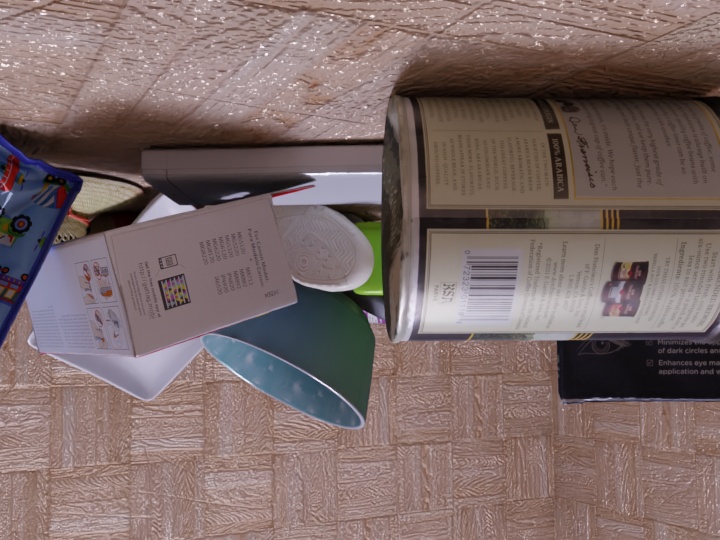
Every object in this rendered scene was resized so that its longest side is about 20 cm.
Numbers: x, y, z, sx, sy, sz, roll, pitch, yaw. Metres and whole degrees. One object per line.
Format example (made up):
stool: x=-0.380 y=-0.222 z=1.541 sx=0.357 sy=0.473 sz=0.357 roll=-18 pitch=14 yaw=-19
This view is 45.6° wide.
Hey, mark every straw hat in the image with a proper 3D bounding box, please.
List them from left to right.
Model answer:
straw hat: x=-0.297 y=-0.033 z=0.781 sx=0.197 sy=0.087 sz=0.201 roll=-1 pitch=174 yaw=0

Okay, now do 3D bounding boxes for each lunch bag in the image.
lunch bag: x=-0.298 y=0.017 z=0.599 sx=0.149 sy=0.204 sz=0.094 roll=-5 pitch=157 yaw=35

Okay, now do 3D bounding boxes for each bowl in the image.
bowl: x=-0.062 y=0.076 z=0.920 sx=0.198 sy=0.106 sz=0.201 roll=25 pitch=160 yaw=10

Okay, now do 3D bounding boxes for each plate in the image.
plate: x=-0.212 y=0.028 z=0.880 sx=0.032 sy=0.200 sz=0.200 roll=43 pitch=179 yaw=34

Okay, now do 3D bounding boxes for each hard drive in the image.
hard drive: x=-0.061 y=-0.074 z=0.689 sx=0.196 sy=0.027 sz=0.132 roll=-1 pitch=175 yaw=1

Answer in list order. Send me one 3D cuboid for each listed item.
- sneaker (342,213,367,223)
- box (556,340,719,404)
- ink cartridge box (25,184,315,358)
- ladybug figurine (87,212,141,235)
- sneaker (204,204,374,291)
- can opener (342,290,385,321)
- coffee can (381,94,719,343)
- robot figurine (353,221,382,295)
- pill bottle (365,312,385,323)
sneaker: x=-0.055 y=-0.020 z=1.025 sx=0.197 sy=0.072 sz=0.099 roll=-9 pitch=166 yaw=32
box: x=0.285 y=0.023 z=0.818 sx=0.193 sy=0.204 sz=0.117 roll=-1 pitch=174 yaw=12
ink cartridge box: x=-0.143 y=0.001 z=0.656 sx=0.174 sy=0.085 sz=0.199 roll=-18 pitch=-173 yaw=-37
ladybug figurine: x=-0.227 y=-0.024 z=0.963 sx=0.197 sy=0.073 sz=0.135 roll=3 pitch=173 yaw=-30
sneaker: x=-0.049 y=-0.024 z=0.820 sx=0.197 sy=0.078 sz=0.111 roll=13 pitch=180 yaw=34
can opener: x=0.000 y=0.000 z=0.913 sx=0.197 sy=0.067 sz=0.054 roll=26 pitch=-144 yaw=-2
coffee can: x=0.115 y=-0.031 z=0.518 sx=0.196 sy=0.149 sz=0.146 roll=0 pitch=175 yaw=-3
robot figurine: x=0.091 y=-0.016 z=0.844 sx=0.196 sy=0.118 sz=0.175 roll=-2 pitch=180 yaw=10
pill bottle: x=-0.035 y=0.009 z=1.106 sx=0.196 sy=0.115 sz=0.112 roll=1 pitch=175 yaw=6
